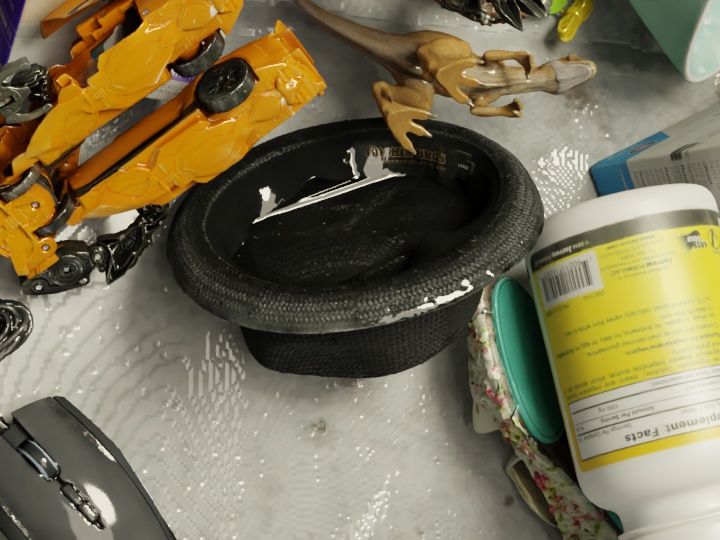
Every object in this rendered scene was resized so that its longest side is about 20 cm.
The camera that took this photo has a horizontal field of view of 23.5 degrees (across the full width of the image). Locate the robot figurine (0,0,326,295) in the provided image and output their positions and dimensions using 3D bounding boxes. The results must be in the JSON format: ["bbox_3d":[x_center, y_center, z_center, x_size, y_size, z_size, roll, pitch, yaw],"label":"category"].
[{"bbox_3d":[-0.124,-0.073,0.855,0.199,0.058,0.145,-33,131,6],"label":"robot figurine"}]

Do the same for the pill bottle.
[{"bbox_3d":[0.164,0.063,0.952,0.112,0.112,0.201,-7,78,-27],"label":"pill bottle"}]

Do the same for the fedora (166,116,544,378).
[{"bbox_3d":[0.000,0.000,0.925,0.200,0.200,0.092,-28,132,-25],"label":"fedora"}]

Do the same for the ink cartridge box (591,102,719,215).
[{"bbox_3d":[0.242,-0.060,1.008,0.115,0.200,0.067,-25,99,-25],"label":"ink cartridge box"}]

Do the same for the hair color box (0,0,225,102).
[{"bbox_3d":[-0.104,-0.188,0.856,0.109,0.065,0.201,8,119,-27],"label":"hair color box"}]

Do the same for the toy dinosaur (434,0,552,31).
[{"bbox_3d":[0.034,-0.171,0.859,0.199,0.135,0.103,1,96,-43],"label":"toy dinosaur"}]

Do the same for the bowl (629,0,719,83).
[{"bbox_3d":[0.214,-0.222,1.024,0.105,0.201,0.201,38,67,17],"label":"bowl"}]

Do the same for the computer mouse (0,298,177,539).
[{"bbox_3d":[-0.174,0.126,0.871,0.140,0.046,0.201,-37,104,-25],"label":"computer mouse"}]

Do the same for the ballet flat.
[{"bbox_3d":[0.103,0.097,1.005,0.201,0.064,0.076,59,40,-12],"label":"ballet flat"}]

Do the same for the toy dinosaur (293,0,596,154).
[{"bbox_3d":[0.028,-0.114,0.947,0.199,0.106,0.061,18,116,-6],"label":"toy dinosaur"}]

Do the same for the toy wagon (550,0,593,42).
[{"bbox_3d":[0.086,-0.218,0.998,0.155,0.039,0.201,-54,138,-29],"label":"toy wagon"}]
